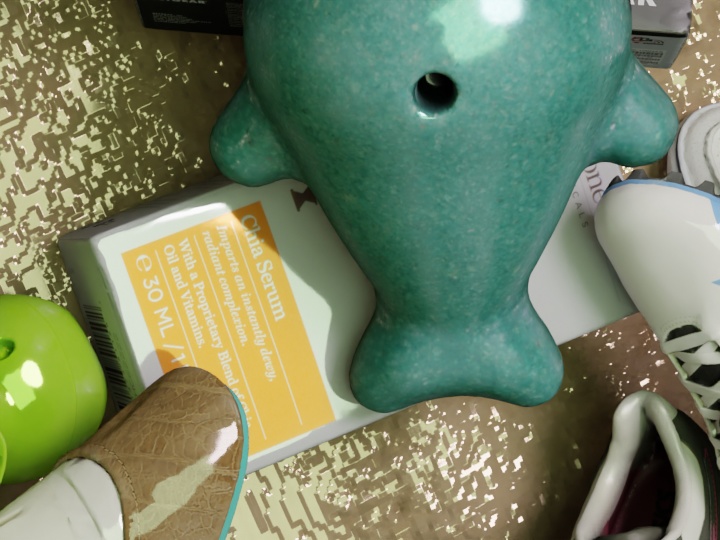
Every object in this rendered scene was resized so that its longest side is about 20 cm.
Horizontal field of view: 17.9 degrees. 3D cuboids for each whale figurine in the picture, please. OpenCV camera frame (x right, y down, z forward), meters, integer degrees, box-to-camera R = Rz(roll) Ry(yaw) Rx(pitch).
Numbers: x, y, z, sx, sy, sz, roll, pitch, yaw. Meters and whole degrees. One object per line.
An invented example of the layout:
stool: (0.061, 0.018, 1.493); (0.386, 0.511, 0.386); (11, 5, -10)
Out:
whale figurine: (0.027, -0.038, 0.752); (0.157, 0.104, 0.202); (-1, 111, 3)

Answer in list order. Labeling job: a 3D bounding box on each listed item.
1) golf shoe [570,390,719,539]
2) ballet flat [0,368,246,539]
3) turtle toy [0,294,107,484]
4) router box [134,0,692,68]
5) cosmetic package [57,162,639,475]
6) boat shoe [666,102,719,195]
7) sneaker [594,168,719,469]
golf shoe: (0.095, 0.142, 0.842); (0.088, 0.077, 0.201); (58, 36, -49)
ballet flat: (-0.108, 0.118, 0.774); (0.072, 0.068, 0.201); (5, 127, -44)
turtle toy: (-0.182, 0.045, 0.779); (0.198, 0.101, 0.147); (4, 112, -20)
router box: (0.023, -0.162, 0.826); (0.198, 0.052, 0.159); (4, 80, 0)
cosmetic package: (0.000, 0.000, 0.851); (0.199, 0.071, 0.102); (-22, 97, -16)
boat shoe: (0.192, -0.005, 0.856); (0.074, 0.086, 0.202); (-32, 64, -14)
sneaker: (0.150, 0.049, 0.825); (0.200, 0.072, 0.073); (51, 54, -14)
